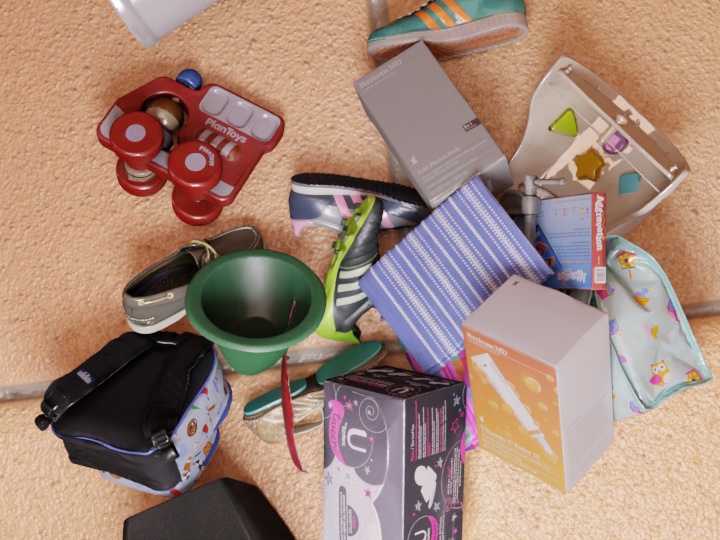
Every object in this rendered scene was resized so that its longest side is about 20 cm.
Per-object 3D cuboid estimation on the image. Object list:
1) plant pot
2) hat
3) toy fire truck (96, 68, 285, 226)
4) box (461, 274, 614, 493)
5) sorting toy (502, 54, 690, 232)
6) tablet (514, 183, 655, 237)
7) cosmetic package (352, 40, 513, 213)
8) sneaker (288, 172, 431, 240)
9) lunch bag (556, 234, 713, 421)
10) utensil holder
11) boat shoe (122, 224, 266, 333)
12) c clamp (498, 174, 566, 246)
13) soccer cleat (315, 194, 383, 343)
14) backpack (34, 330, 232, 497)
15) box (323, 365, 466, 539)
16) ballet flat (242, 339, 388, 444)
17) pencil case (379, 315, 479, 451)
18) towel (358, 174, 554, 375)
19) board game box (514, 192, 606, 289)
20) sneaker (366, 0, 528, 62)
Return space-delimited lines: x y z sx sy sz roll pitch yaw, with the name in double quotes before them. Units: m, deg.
"plant pot" -0.171 0.354 1.415 0.199 0.200 0.177 -24 71 6
"hat" -0.128 0.102 1.444 0.166 0.200 0.176 7 132 2
"toy fire truck" -0.216 -0.166 1.500 0.200 0.112 0.168 28 66 8
"box" 0.196 0.124 1.303 0.124 0.200 0.097 24 51 37
"sorting toy" 0.262 -0.121 1.420 0.200 0.107 0.180 47 112 14
"tablet" 0.246 -0.061 1.469 0.200 0.014 0.130 -41 82 3
"cosmetic package" 0.086 -0.164 1.431 0.107 0.090 0.200 -33 66 0
"sneaker" 0.009 -0.067 1.483 0.200 0.070 0.082 10 111 6
"lunch bag" 0.284 0.065 1.368 0.122 0.170 0.200 -24 84 -16
"utensil holder" -0.226 -0.398 1.478 0.200 0.170 0.170 -32 83 1
"boat shoe" -0.201 0.000 1.465 0.202 0.060 0.072 -34 56 -21
"c clamp" 0.184 -0.016 1.389 0.027 0.171 0.200 0 100 -17
"soccer cleat" 0.000 0.000 1.446 0.081 0.068 0.200 16 118 -11
"backpack" -0.245 0.166 1.432 0.200 0.154 0.191 13 52 25
"box" 0.036 0.224 1.384 0.132 0.115 0.200 8 100 42
"ballet flat" -0.047 0.154 1.475 0.200 0.071 0.065 -26 110 8
"pencil case" 0.104 0.119 1.439 0.088 0.088 0.200 -28 85 5
"towel" 0.105 0.009 1.367 0.200 0.024 0.145 -42 79 23
"board game box" 0.221 -0.031 1.344 0.019 0.200 0.103 1 90 -16
"sneaker" 0.104 -0.310 1.481 0.200 0.071 0.080 -9 73 7
